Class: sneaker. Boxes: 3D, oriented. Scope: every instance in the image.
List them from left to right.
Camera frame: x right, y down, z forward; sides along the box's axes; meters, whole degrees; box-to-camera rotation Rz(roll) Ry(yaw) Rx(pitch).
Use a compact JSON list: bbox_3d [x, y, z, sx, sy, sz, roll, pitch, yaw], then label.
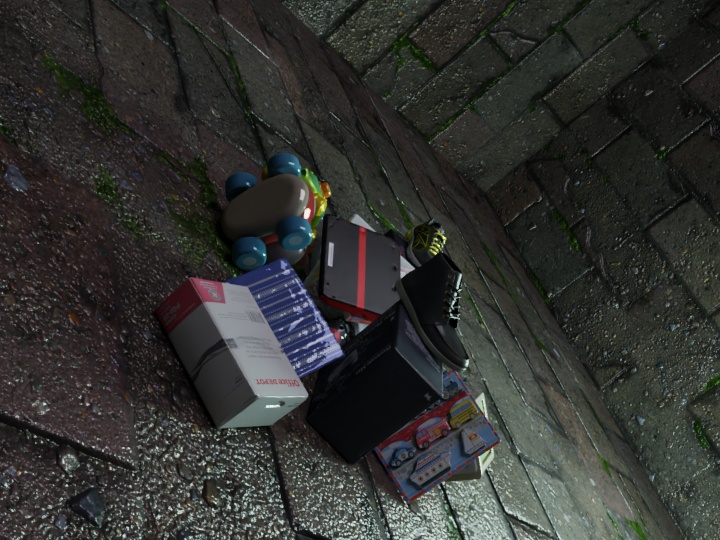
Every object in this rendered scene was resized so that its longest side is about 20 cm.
[{"bbox_3d":[0.148,-0.056,1.960,0.074,0.084,0.201,42,19,-25],"label":"sneaker"},{"bbox_3d":[0.143,0.065,1.492,0.075,0.106,0.201,19,34,-57],"label":"sneaker"}]

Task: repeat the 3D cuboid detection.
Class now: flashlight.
[{"bbox_3d":[-0.066,0.117,1.593,0.068,0.068,0.200,51,18,6],"label":"flashlight"}]

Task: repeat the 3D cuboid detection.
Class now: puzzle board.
[{"bbox_3d":[0.123,0.283,1.551,0.151,0.199,0.017,56,-15,16],"label":"puzzle board"}]

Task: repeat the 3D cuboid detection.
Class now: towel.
[{"bbox_3d":[-0.132,0.083,1.435,0.144,0.024,0.201,-24,72,-30],"label":"towel"}]

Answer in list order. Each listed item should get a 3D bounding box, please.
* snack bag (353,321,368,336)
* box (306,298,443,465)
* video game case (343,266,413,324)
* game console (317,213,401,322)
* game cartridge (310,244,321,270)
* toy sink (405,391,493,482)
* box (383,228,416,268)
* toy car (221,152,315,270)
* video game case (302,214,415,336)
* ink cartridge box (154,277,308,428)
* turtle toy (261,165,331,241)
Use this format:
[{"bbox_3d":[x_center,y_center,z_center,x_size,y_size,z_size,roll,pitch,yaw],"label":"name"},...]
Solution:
[{"bbox_3d":[0.060,0.136,1.714,0.199,0.021,0.190,25,45,-34],"label":"snack bag"},{"bbox_3d":[0.029,0.179,1.486,0.117,0.196,0.200,46,18,-12],"label":"box"},{"bbox_3d":[0.049,0.047,1.732,0.198,0.017,0.144,13,54,-31],"label":"video game case"},{"bbox_3d":[0.000,0.000,1.697,0.176,0.031,0.201,20,50,-23],"label":"game console"},{"bbox_3d":[-0.046,0.035,1.864,0.133,0.041,0.201,44,18,-35],"label":"game cartridge"},{"bbox_3d":[0.170,0.310,1.641,0.200,0.111,0.132,-10,91,-69],"label":"toy sink"},{"bbox_3d":[0.064,0.031,1.959,0.104,0.148,0.201,40,21,-31],"label":"box"},{"bbox_3d":[-0.139,-0.073,1.652,0.200,0.176,0.186,49,23,-52],"label":"toy car"},{"bbox_3d":[-0.001,0.021,1.774,0.182,0.201,0.023,42,-23,-14],"label":"video game case"},{"bbox_3d":[-0.180,0.118,1.269,0.201,0.083,0.146,58,18,21],"label":"ink cartridge box"},{"bbox_3d":[-0.127,-0.125,1.764,0.145,0.201,0.101,34,43,14],"label":"turtle toy"}]
